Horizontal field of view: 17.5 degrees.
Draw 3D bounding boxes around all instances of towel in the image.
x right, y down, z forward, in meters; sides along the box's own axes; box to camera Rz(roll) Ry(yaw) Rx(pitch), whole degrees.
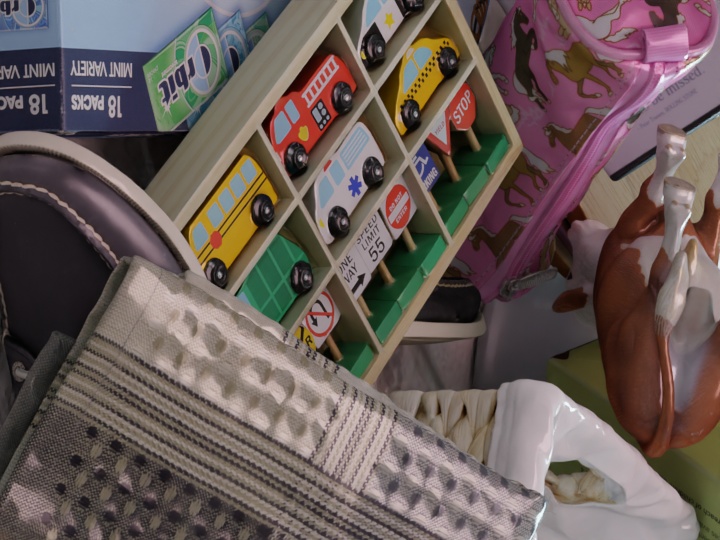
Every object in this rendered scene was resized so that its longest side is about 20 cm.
[{"bbox_3d":[-0.052,0.116,0.802,0.200,0.034,0.193,33,82,-27],"label":"towel"}]

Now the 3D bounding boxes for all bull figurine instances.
[{"bbox_3d":[0.135,0.004,1.036,0.200,0.065,0.122,-97,-158,-65],"label":"bull figurine"}]

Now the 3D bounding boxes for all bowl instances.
[{"bbox_3d":[0.139,0.073,1.260,0.201,0.090,0.202,6,83,-63],"label":"bowl"}]

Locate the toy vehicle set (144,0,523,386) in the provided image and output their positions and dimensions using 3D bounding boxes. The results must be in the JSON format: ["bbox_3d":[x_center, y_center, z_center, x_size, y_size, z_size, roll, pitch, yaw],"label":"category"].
[{"bbox_3d":[-0.010,-0.032,0.909,0.200,0.026,0.125,-56,131,-35],"label":"toy vehicle set"}]

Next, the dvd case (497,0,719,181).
[{"bbox_3d":[0.124,-0.163,1.093,0.201,0.142,0.018,58,16,4],"label":"dvd case"}]

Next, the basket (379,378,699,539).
[{"bbox_3d":[0.031,0.166,0.961,0.198,0.160,0.201,39,54,-57],"label":"basket"}]

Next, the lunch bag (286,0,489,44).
[{"bbox_3d":[0.003,-0.179,1.015,0.160,0.075,0.201,26,67,-58],"label":"lunch bag"}]

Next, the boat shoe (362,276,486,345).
[{"bbox_3d":[0.000,0.000,1.003,0.200,0.071,0.068,10,81,-60],"label":"boat shoe"}]

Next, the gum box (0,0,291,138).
[{"bbox_3d":[-0.084,-0.150,0.870,0.170,0.044,0.201,-8,96,-63],"label":"gum box"}]

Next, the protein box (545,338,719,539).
[{"bbox_3d":[0.194,0.149,1.118,0.134,0.198,0.201,-19,127,-31],"label":"protein box"}]

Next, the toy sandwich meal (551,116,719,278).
[{"bbox_3d":[0.154,-0.089,1.185,0.204,0.070,0.206,-11,110,-32],"label":"toy sandwich meal"}]

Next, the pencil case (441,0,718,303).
[{"bbox_3d":[0.085,-0.068,1.053,0.083,0.086,0.200,-45,170,-40],"label":"pencil case"}]

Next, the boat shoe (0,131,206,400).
[{"bbox_3d":[-0.089,0.042,0.825,0.063,0.072,0.201,-65,146,-43],"label":"boat shoe"}]
